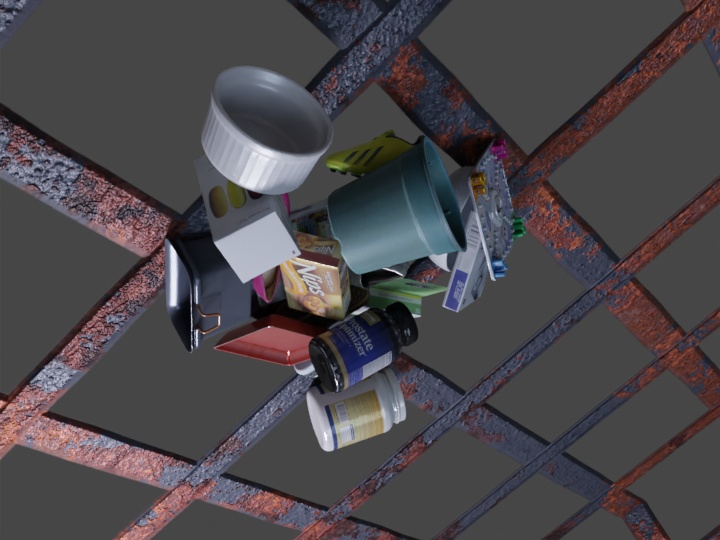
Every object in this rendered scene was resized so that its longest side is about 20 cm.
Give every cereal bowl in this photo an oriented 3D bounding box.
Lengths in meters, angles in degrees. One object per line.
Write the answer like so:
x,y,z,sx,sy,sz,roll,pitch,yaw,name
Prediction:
0.175,-0.107,1.668,0.201,0.082,0.202,-54,158,-33,cereal bowl

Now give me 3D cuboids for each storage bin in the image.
-0.263,0.033,1.571,0.132,0.146,0.203,-18,138,-26,storage bin

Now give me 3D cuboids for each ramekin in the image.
-0.148,-0.212,1.348,0.196,0.203,0.098,5,137,-32,ramekin

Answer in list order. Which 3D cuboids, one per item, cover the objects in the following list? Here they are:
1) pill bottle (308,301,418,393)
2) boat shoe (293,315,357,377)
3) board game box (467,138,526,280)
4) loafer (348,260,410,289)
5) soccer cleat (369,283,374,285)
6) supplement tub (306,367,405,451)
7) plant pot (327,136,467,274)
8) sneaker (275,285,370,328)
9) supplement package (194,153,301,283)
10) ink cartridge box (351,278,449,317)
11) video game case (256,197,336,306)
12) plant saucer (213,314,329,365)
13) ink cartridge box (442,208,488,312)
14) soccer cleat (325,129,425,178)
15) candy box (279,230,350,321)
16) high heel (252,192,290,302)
0.008,0.140,1.666,0.197,0.112,0.113,-27,140,-23,pill bottle
-0.051,0.161,1.861,0.197,0.073,0.071,-30,147,18,boat shoe
0.257,-0.117,1.624,0.025,0.200,0.204,-6,115,27,board game box
0.000,0.000,1.642,0.196,0.071,0.070,-14,139,28,loafer
0.074,-0.037,1.717,0.075,0.067,0.201,-16,154,-39,soccer cleat
-0.010,0.304,1.955,0.195,0.146,0.146,-16,137,-13,supplement tub
0.058,-0.096,1.491,0.192,0.204,0.201,-19,141,15,plant pot
-0.064,0.075,1.745,0.196,0.069,0.090,-18,156,15,sneaker
-0.183,-0.104,1.418,0.112,0.202,0.110,-26,139,4,supplement package
0.069,0.060,1.753,0.143,0.049,0.198,11,167,-34,ink cartridge box
-0.122,-0.033,1.661,0.178,0.023,0.203,-18,136,-12,video game case
-0.158,0.136,1.736,0.197,0.038,0.198,18,153,-38,plant saucer
0.236,-0.036,1.724,0.199,0.040,0.204,-28,137,-62,ink cartridge box
0.030,-0.208,1.558,0.195,0.065,0.086,-3,103,-20,soccer cleat
-0.081,0.012,1.594,0.113,0.056,0.202,13,150,10,candy box
-0.154,-0.045,1.543,0.066,0.097,0.203,3,128,-29,high heel
